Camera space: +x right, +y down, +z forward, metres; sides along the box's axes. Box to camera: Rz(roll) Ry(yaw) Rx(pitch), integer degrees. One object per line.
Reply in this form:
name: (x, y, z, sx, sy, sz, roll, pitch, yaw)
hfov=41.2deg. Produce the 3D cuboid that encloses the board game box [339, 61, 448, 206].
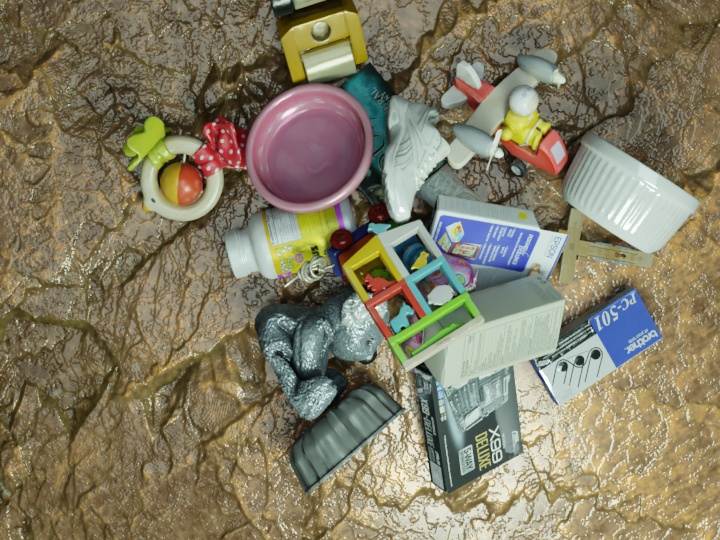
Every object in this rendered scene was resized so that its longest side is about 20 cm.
board game box: (0.023, -0.200, 1.461, 0.135, 0.028, 0.201, -39, 73, 2)

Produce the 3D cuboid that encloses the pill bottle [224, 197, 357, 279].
pill bottle: (-0.104, -0.049, 1.464, 0.196, 0.104, 0.106, -15, 95, -1)

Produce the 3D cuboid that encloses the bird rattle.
bird rattle: (-0.266, -0.159, 1.473, 0.196, 0.113, 0.166, 4, 106, -16)

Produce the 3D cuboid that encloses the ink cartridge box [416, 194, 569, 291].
ink cartridge box: (0.190, -0.020, 1.448, 0.196, 0.199, 0.048, 9, 49, -5)

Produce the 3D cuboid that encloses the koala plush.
koala plush: (-0.041, 0.093, 1.448, 0.198, 0.177, 0.186, -34, 85, 4)

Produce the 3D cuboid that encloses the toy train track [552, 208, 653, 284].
toy train track: (0.368, -0.033, 1.523, 0.196, 0.033, 0.117, 9, 94, -11)

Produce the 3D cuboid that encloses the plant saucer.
plant saucer: (-0.073, -0.177, 1.428, 0.196, 0.051, 0.205, -4, 71, 12)

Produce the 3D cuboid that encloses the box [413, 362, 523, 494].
box: (0.168, 0.216, 1.468, 0.155, 0.050, 0.204, -20, 112, -27)

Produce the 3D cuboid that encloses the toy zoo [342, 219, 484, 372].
toy zoo: (0.063, 0.020, 1.314, 0.130, 0.021, 0.202, -30, 73, -9)

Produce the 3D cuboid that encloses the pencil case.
pencil case: (0.117, 0.068, 1.445, 0.086, 0.088, 0.202, 12, 130, -3)

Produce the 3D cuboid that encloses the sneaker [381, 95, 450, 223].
sneaker: (0.081, -0.162, 1.377, 0.097, 0.078, 0.204, 4, 68, 2)

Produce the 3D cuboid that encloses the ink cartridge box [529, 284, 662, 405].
ink cartridge box: (0.370, 0.119, 1.526, 0.198, 0.044, 0.095, -33, 96, 0)

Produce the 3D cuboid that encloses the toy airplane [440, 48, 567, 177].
toy airplane: (0.219, -0.247, 1.444, 0.195, 0.141, 0.204, 1, 77, -13)

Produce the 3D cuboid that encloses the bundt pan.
bundt pan: (-0.029, 0.245, 1.449, 0.201, 0.202, 0.076, -41, 83, 1)

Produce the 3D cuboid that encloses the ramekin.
ramekin: (0.395, -0.113, 1.439, 0.198, 0.200, 0.106, 32, 103, -4)

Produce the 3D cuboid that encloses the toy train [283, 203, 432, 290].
toy train: (0.000, 0.000, 1.374, 0.198, 0.115, 0.086, -35, 136, -18)

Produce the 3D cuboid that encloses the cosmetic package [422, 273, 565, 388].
cosmetic package: (0.191, 0.085, 1.388, 0.196, 0.071, 0.107, -13, 129, -22)

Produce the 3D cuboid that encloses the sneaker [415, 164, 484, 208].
sneaker: (0.141, -0.120, 1.470, 0.200, 0.100, 0.075, 43, 80, -6)

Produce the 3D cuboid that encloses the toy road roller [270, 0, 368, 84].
toy road roller: (-0.073, -0.397, 1.448, 0.121, 0.147, 0.202, -17, 132, -1)
